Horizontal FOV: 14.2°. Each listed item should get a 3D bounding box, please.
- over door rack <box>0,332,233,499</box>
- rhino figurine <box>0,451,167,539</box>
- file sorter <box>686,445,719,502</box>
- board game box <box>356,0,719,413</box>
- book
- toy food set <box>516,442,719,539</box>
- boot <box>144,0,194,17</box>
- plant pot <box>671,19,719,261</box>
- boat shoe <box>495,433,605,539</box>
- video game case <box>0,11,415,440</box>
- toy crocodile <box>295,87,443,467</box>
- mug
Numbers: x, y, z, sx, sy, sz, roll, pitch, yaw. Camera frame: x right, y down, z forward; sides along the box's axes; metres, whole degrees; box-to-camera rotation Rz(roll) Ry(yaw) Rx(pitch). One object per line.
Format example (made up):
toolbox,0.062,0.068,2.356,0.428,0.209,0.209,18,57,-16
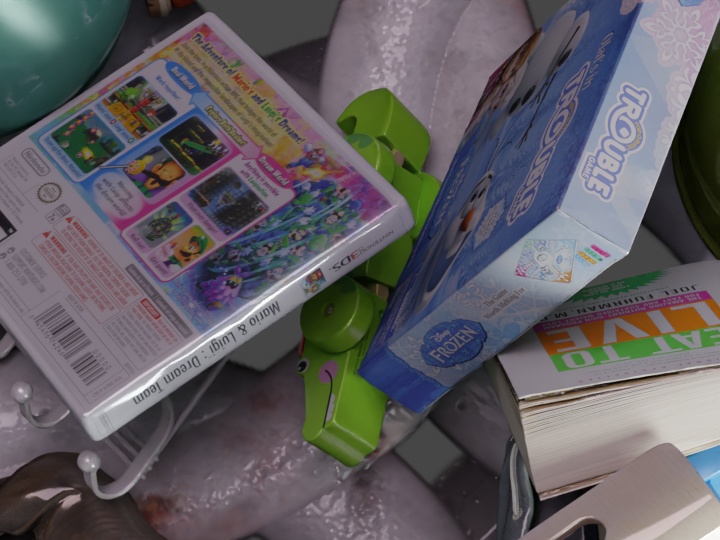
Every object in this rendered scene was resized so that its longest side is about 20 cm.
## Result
over door rack,-0.102,-0.005,1.428,0.200,0.067,0.148,-46,47,-3
rhino figurine,-0.110,0.166,1.404,0.200,0.060,0.087,39,79,17
file sorter,0.260,0.109,1.345,0.200,0.139,0.123,-28,71,-5
board game box,0.090,-0.054,1.372,0.043,0.199,0.200,33,55,-12
book,0.131,0.043,1.360,0.133,0.200,0.048,-13,102,-1
toy food set,0.112,0.187,1.302,0.143,0.200,0.060,-33,40,-11
boot,-0.073,-0.226,1.550,0.107,0.075,0.201,3,68,2
plant pot,0.251,-0.100,1.397,0.200,0.193,0.201,-2,68,5
boat shoe,0.093,0.160,1.382,0.073,0.062,0.201,1,70,3
video game case,-0.098,-0.027,1.393,0.182,0.024,0.200,-34,44,-10
toy crocodile,0.000,0.000,1.455,0.062,0.067,0.201,-9,64,39
mug,-0.177,-0.145,1.469,0.185,0.114,0.152,-13,48,40
